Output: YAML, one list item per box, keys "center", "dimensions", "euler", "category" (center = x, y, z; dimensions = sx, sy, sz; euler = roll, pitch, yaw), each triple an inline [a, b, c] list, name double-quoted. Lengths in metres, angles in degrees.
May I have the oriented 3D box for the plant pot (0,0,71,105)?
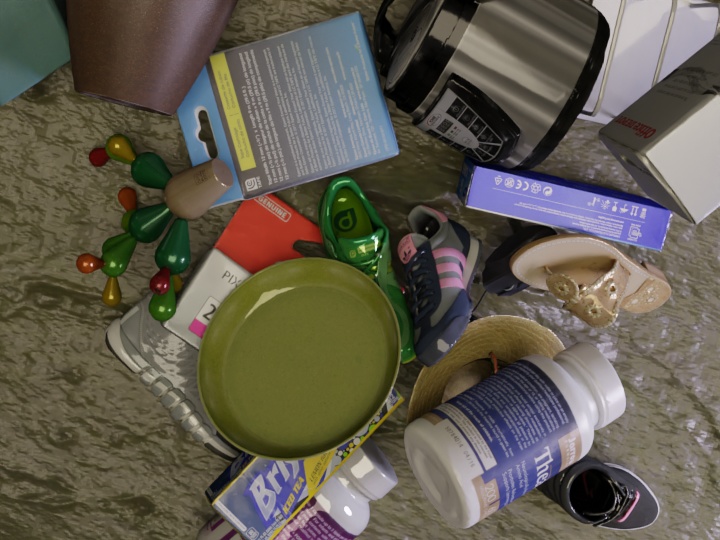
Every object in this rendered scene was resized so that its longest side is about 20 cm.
- center: [-0.356, -0.267, 1.165]
  dimensions: [0.141, 0.141, 0.201]
  euler: [-31, 107, 4]
  category: "plant pot"

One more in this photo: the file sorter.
- center: [0.319, -0.194, 1.196]
  dimensions: [0.198, 0.125, 0.140]
  euler: [12, 100, -4]
  category: "file sorter"

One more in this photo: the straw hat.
- center: [0.113, 0.123, 1.265]
  dimensions: [0.199, 0.085, 0.203]
  euler: [-10, 111, -26]
  category: "straw hat"

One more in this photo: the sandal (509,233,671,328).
- center: [0.240, 0.023, 1.205]
  dimensions: [0.210, 0.070, 0.078]
  euler: [14, 133, -39]
  category: "sandal"

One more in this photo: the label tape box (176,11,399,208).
- center: [-0.075, -0.156, 1.221]
  dimensions: [0.198, 0.066, 0.145]
  euler: [-16, 95, 5]
  category: "label tape box"

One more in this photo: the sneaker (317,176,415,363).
- center: [0.000, 0.000, 1.211]
  dimensions: [0.073, 0.084, 0.202]
  euler: [-20, 74, -4]
  category: "sneaker"

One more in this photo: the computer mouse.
- center: [0.130, 0.030, 1.242]
  dimensions: [0.058, 0.034, 0.200]
  euler: [9, 131, -40]
  category: "computer mouse"

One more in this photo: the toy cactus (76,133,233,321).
- center: [-0.197, -0.060, 1.182]
  dimensions: [0.164, 0.102, 0.202]
  euler: [-30, 58, 27]
  category: "toy cactus"

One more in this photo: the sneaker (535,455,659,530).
- center: [0.249, 0.235, 1.259]
  dimensions: [0.199, 0.099, 0.071]
  euler: [30, 93, -28]
  category: "sneaker"

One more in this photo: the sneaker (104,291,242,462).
- center: [-0.156, 0.095, 1.263]
  dimensions: [0.115, 0.075, 0.200]
  euler: [-45, 97, 4]
  category: "sneaker"

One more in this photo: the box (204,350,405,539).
- center: [-0.055, 0.168, 1.186]
  dimensions: [0.070, 0.064, 0.200]
  euler: [46, 80, -10]
  category: "box"

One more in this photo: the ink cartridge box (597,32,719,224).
- center: [0.320, -0.142, 1.069]
  dimensions: [0.200, 0.145, 0.084]
  euler: [-39, 102, 6]
  category: "ink cartridge box"

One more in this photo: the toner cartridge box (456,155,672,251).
- center: [0.199, -0.068, 1.230]
  dimensions: [0.198, 0.095, 0.044]
  euler: [13, 100, -3]
  category: "toner cartridge box"

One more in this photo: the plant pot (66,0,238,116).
- center: [-0.193, -0.250, 1.132]
  dimensions: [0.185, 0.187, 0.202]
  euler: [13, 93, -3]
  category: "plant pot"

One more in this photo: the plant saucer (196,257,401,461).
- center: [-0.055, 0.085, 1.158]
  dimensions: [0.198, 0.031, 0.202]
  euler: [-7, 63, 14]
  category: "plant saucer"

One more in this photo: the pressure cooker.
- center: [0.110, -0.207, 1.163]
  dimensions: [0.199, 0.179, 0.177]
  euler: [28, 109, -10]
  category: "pressure cooker"

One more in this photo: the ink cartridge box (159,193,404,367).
- center: [-0.071, 0.037, 1.238]
  dimensions: [0.199, 0.044, 0.174]
  euler: [35, 81, -11]
  category: "ink cartridge box"

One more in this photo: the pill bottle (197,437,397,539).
- center: [-0.062, 0.249, 1.270]
  dimensions: [0.200, 0.112, 0.112]
  euler: [-40, 98, 6]
  category: "pill bottle"

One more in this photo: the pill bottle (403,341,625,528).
- center: [0.150, 0.149, 1.176]
  dimensions: [0.199, 0.111, 0.112]
  euler: [-27, 100, -19]
  category: "pill bottle"

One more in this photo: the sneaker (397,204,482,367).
- center: [0.063, 0.011, 1.192]
  dimensions: [0.082, 0.201, 0.070]
  euler: [38, 120, -15]
  category: "sneaker"
